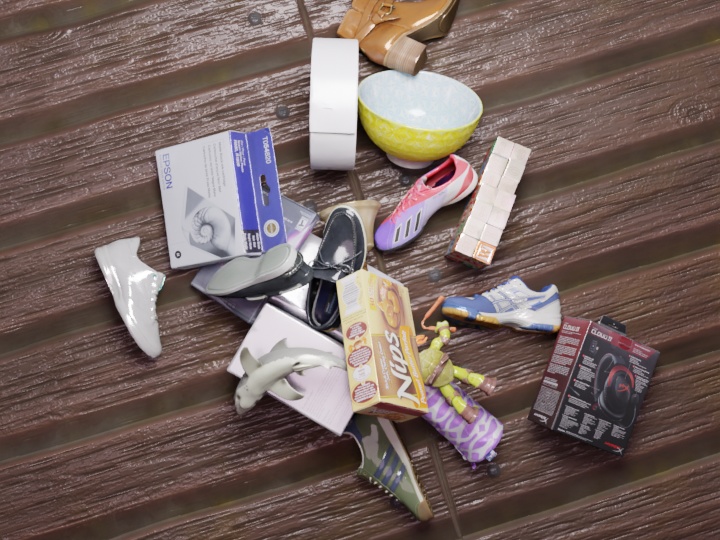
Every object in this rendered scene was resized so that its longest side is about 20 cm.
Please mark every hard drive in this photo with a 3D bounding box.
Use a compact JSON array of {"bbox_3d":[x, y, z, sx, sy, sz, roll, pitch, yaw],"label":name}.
[{"bbox_3d":[-0.047,0.031,1.293,0.200,0.025,0.132,29,69,0],"label":"hard drive"}]

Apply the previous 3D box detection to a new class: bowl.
[{"bbox_3d":[0.087,-0.228,1.278,0.199,0.200,0.108,7,128,-2],"label":"bowl"}]

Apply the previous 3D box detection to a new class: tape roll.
[{"bbox_3d":[-0.041,-0.256,1.240,0.071,0.202,0.203,2,86,-2],"label":"tape roll"}]

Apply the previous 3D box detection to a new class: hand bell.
[{"bbox_3d":[0.000,0.000,1.263,0.104,0.104,0.201,-10,81,-3],"label":"hand bell"}]

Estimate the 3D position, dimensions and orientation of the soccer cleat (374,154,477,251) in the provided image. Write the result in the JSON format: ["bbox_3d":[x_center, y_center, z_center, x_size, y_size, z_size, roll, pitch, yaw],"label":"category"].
[{"bbox_3d":[0.093,-0.109,1.279,0.200,0.073,0.068,-38,53,12],"label":"soccer cleat"}]

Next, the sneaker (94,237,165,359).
[{"bbox_3d":[-0.347,0.040,1.279,0.088,0.075,0.200,-24,86,-15],"label":"sneaker"}]

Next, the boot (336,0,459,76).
[{"bbox_3d":[0.068,-0.428,1.324,0.154,0.074,0.200,29,71,14],"label":"boot"}]

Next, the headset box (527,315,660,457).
[{"bbox_3d":[0.374,0.173,1.271,0.148,0.075,0.201,22,86,-20],"label":"headset box"}]

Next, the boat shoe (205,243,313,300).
[{"bbox_3d":[-0.155,0.016,1.202,0.060,0.200,0.076,44,54,-31],"label":"boat shoe"}]

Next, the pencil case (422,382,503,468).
[{"bbox_3d":[0.135,0.223,1.278,0.200,0.084,0.086,41,106,2],"label":"pencil case"}]

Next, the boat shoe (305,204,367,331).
[{"bbox_3d":[-0.040,0.000,1.212,0.074,0.062,0.201,17,100,17],"label":"boat shoe"}]

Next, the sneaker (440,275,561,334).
[{"bbox_3d":[0.228,0.052,1.301,0.199,0.075,0.088,7,78,-11],"label":"sneaker"}]

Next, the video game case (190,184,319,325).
[{"bbox_3d":[-0.170,-0.031,1.278,0.143,0.019,0.200,29,84,31],"label":"video game case"}]

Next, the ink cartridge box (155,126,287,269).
[{"bbox_3d":[-0.223,-0.113,1.266,0.199,0.041,0.200,-11,86,22],"label":"ink cartridge box"}]

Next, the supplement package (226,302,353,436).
[{"bbox_3d":[-0.088,0.151,1.251,0.200,0.120,0.121,31,86,0],"label":"supplement package"}]

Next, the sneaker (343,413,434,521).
[{"bbox_3d":[0.038,0.316,1.278,0.090,0.067,0.201,-25,87,4],"label":"sneaker"}]

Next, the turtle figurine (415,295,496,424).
[{"bbox_3d":[0.125,0.147,1.216,0.161,0.064,0.200,33,71,2],"label":"turtle figurine"}]

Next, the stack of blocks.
[{"bbox_3d":[0.205,-0.107,1.283,0.058,0.115,0.201,23,85,-1],"label":"stack of blocks"}]

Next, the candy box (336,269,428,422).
[{"bbox_3d":[0.031,0.109,1.156,0.055,0.115,0.201,-25,59,33],"label":"candy box"}]

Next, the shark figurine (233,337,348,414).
[{"bbox_3d":[-0.091,0.129,1.158,0.214,0.090,0.128,-11,120,6],"label":"shark figurine"}]
